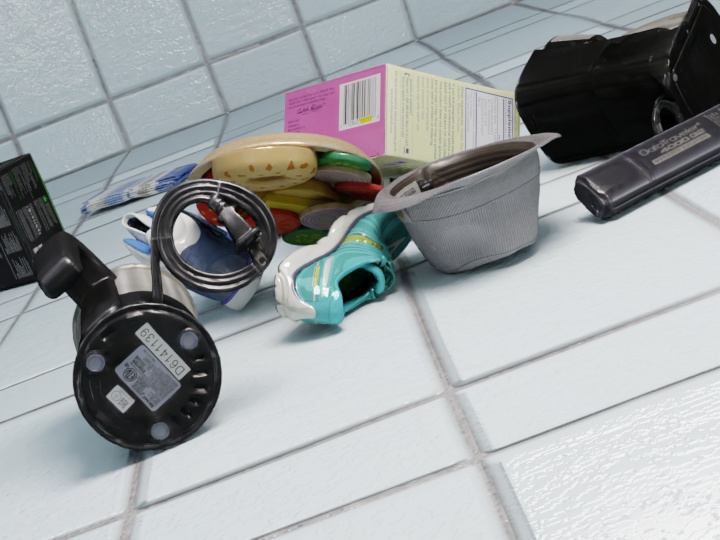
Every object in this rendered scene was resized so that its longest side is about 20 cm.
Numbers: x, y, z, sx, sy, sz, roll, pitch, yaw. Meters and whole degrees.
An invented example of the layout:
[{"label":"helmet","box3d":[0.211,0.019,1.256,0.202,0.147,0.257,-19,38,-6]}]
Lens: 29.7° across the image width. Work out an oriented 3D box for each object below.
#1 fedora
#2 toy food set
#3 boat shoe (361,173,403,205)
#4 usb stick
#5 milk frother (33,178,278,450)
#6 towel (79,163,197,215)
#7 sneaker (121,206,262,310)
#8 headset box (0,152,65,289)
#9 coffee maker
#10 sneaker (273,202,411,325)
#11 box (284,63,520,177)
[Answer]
[{"label":"fedora","box3d":[0.105,-0.056,1.239,0.176,0.091,0.199,-27,12,-28]},{"label":"toy food set","box3d":[-0.070,-0.079,1.320,0.196,0.049,0.200,7,-22,-28]},{"label":"boat shoe","box3d":[0.040,-0.068,1.428,0.198,0.067,0.074,-22,14,-6]},{"label":"usb stick","box3d":[0.285,-0.104,1.257,0.199,0.033,0.055,-27,48,-21]},{"label":"milk frother","box3d":[-0.158,0.022,1.134,0.198,0.182,0.188,-26,15,-7]},{"label":"towel","box3d":[-0.403,-0.150,2.473,0.198,0.024,0.147,-16,12,13]},{"label":"sneaker","box3d":[-0.185,-0.033,1.437,0.081,0.146,0.200,-57,19,5]},{"label":"headset box","box3d":[-0.563,-0.061,2.054,0.198,0.176,0.093,-14,15,28]},{"label":"coffee maker","box3d":[0.264,-0.185,1.407,0.199,0.136,0.192,-8,20,44]},{"label":"sneaker","box3d":[0.000,0.000,1.267,0.079,0.078,0.200,13,33,28]},{"label":"box","box3d":[0.045,-0.148,1.482,0.198,0.098,0.175,7,-8,-39]}]
